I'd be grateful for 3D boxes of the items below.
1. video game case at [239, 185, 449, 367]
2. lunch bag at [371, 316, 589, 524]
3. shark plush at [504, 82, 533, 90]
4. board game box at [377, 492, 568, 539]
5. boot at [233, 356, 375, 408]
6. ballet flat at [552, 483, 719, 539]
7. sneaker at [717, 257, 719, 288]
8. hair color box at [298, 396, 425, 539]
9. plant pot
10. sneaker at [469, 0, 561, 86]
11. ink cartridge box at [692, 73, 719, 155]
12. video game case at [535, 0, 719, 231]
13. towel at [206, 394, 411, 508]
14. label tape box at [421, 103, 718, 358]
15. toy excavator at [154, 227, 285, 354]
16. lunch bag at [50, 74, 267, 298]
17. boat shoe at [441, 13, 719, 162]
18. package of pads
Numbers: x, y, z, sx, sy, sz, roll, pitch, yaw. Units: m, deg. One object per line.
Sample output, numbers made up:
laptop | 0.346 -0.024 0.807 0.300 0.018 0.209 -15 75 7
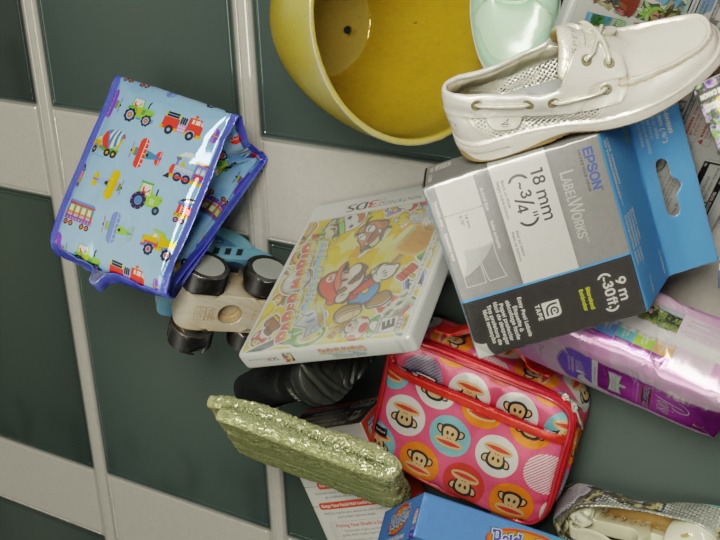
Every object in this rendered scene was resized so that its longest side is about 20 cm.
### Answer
video game case | 0.000 0.000 0.935 0.181 0.201 0.023 -9 131 34
lunch bag | 0.117 0.133 1.001 0.199 0.082 0.177 21 117 20
shark plush | 0.175 -0.192 0.817 0.201 0.090 0.084 112 148 -40
board game box | 0.128 0.271 0.988 0.199 0.045 0.152 20 157 -6
boot | -0.028 0.059 1.018 0.077 0.200 0.168 50 154 -14
ballet flat | 0.272 0.250 0.965 0.199 0.072 0.072 6 115 29
sneaker | 0.375 0.031 0.792 0.198 0.081 0.116 2 111 28
hair color box | 0.008 0.244 1.125 0.110 0.064 0.201 -14 105 34
plant pot | 0.005 -0.208 0.855 0.142 0.199 0.201 16 123 53
sneaker | 0.106 -0.242 0.761 0.073 0.118 0.202 6 92 22
ink cartridge box | 0.294 -0.036 0.711 0.050 0.109 0.201 -23 76 23
video game case | 0.223 -0.131 0.793 0.181 0.022 0.201 11 123 -8
towel | -0.047 0.176 1.014 0.199 0.037 0.149 17 159 14
label tape box | 0.162 -0.034 0.784 0.199 0.063 0.145 -17 106 11
toy excavator | -0.185 -0.012 1.105 0.193 0.200 0.100 5 124 -21
lunch bag | -0.211 -0.070 1.020 0.150 0.201 0.094 20 164 22
boat shoe | 0.152 -0.139 0.725 0.199 0.071 0.069 -20 133 13
package of pads | 0.226 0.062 0.873 0.199 0.076 0.121 24 166 21
